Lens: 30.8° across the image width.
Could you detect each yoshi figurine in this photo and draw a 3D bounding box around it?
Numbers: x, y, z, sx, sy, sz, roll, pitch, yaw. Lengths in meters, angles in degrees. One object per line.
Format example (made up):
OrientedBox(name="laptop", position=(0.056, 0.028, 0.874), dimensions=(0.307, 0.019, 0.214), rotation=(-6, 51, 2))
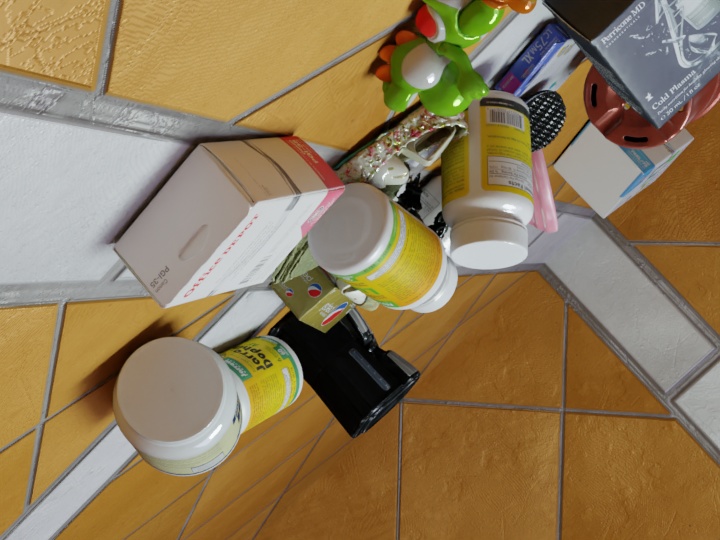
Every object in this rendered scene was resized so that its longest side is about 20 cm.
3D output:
OrientedBox(name="yoshi figurine", position=(0.104, -0.229, 1.315), dimensions=(0.200, 0.112, 0.112), rotation=(-47, 174, 37))

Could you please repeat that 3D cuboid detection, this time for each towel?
OrientedBox(name="towel", position=(-0.026, -0.065, 1.647), dimensions=(0.200, 0.037, 0.148), rotation=(-31, 164, -41))

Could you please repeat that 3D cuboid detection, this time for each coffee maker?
OrientedBox(name="coffee maker", position=(-0.040, 0.150, 1.969), dimensions=(0.192, 0.200, 0.135), rotation=(-41, 168, -6))

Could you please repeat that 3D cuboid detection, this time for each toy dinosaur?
OrientedBox(name="toy dinosaur", position=(0.067, -0.052, 1.739), dimensions=(0.102, 0.200, 0.136), rotation=(-1, 141, -29))

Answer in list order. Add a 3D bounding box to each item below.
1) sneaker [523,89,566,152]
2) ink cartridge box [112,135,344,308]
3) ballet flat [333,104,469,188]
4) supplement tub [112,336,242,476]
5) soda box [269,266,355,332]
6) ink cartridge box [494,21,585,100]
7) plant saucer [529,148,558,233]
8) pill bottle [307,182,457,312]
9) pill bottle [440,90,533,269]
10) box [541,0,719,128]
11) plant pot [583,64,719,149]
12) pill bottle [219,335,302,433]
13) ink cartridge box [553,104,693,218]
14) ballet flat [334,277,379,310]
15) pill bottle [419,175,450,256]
OrientedBox(name="sneaker", position=(0.189, -0.173, 1.760), dimensions=(0.200, 0.070, 0.090), rotation=(-48, -150, -16))
OrientedBox(name="ink cartridge box", position=(-0.122, -0.051, 1.262), dimensions=(0.147, 0.083, 0.200), rotation=(-46, 168, 21))
OrientedBox(name="ballet flat", position=(0.051, -0.142, 1.552), dimensions=(0.200, 0.064, 0.076), rotation=(-38, 166, -19))
OrientedBox(name="supplement tub", position=(-0.218, 0.163, 1.568), dimensions=(0.145, 0.145, 0.200), rotation=(-39, 168, -13))
OrientedBox(name="soda box", position=(-0.062, 0.035, 1.815), dimensions=(0.068, 0.064, 0.200), rotation=(-42, 168, 1))
OrientedBox(name="ink cartridge box", position=(0.254, -0.284, 1.762), dimensions=(0.119, 0.042, 0.200), rotation=(-49, 169, 31))
OrientedBox(name="plant saucer", position=(0.238, -0.148, 1.880), dimensions=(0.051, 0.201, 0.201), rotation=(-13, 170, 7))
OrientedBox(name="pill bottle", position=(0.035, -0.018, 1.563), dimensions=(0.111, 0.111, 0.200), rotation=(-44, 143, 10))
OrientedBox(name="pill bottle", position=(0.156, -0.111, 1.623), dimensions=(0.114, 0.201, 0.114), rotation=(1, 160, 0))
OrientedBox(name="box", position=(0.365, -0.319, 1.596), dimensions=(0.200, 0.124, 0.197), rotation=(-44, 133, 9))
OrientedBox(name="plant pot", position=(0.403, -0.267, 1.823), dimensions=(0.201, 0.201, 0.195), rotation=(-50, 178, 33))
OrientedBox(name="pill bottle", position=(-0.177, 0.168, 1.804), dimensions=(0.113, 0.113, 0.200), rotation=(-50, 166, 33))
OrientedBox(name="ink cartridge box", position=(0.508, -0.229, 2.521), dimensions=(0.200, 0.146, 0.147), rotation=(-33, 165, -40))
OrientedBox(name="ballet flat", position=(0.000, 0.000, 1.714), dimensions=(0.071, 0.071, 0.200), rotation=(-36, 162, -27))
OrientedBox(name="pill bottle", position=(0.121, -0.073, 1.902), dimensions=(0.200, 0.114, 0.114), rotation=(-42, 168, 2))
